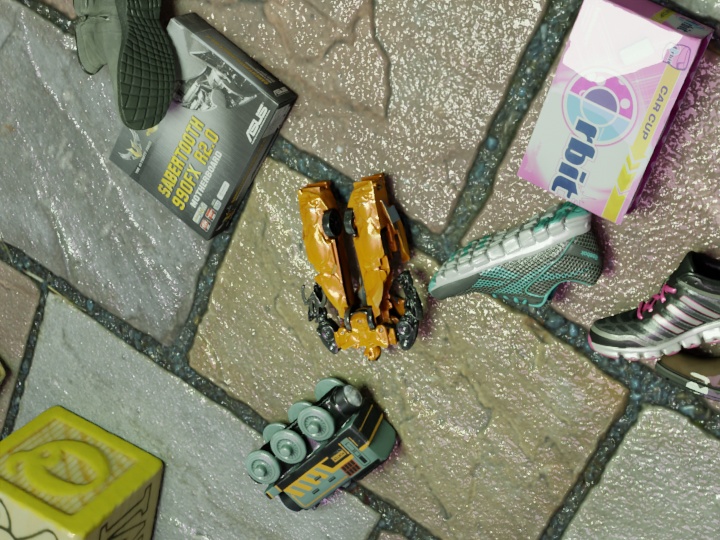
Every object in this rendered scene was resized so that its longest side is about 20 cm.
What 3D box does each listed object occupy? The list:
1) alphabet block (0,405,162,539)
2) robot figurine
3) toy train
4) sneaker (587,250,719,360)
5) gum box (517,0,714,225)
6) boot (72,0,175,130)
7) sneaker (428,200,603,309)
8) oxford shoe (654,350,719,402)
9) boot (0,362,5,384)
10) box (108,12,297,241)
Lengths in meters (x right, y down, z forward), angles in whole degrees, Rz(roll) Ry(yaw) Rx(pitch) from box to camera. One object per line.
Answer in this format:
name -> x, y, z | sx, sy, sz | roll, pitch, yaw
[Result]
alphabet block -> -0.395, 0.334, 1.564 | 0.193, 0.196, 0.203 | 23, 118, 15
robot figurine -> 0.000, 0.000, 1.314 | 0.143, 0.058, 0.204 | -4, 107, 28
toy train -> -0.050, 0.213, 1.412 | 0.114, 0.085, 0.200 | 44, 123, -7
sneaker -> 0.311, 0.027, 1.159 | 0.197, 0.074, 0.089 | -15, 103, 25
gum box -> 0.235, -0.151, 1.128 | 0.112, 0.066, 0.203 | 28, 120, 17
boot -> -0.267, -0.238, 1.319 | 0.130, 0.067, 0.204 | -16, 75, 49
sneaker -> 0.160, 0.005, 1.227 | 0.198, 0.078, 0.092 | -22, 103, 33
oxford shoe -> 0.385, 0.090, 1.156 | 0.197, 0.072, 0.086 | 6, 96, 23
boot -> -0.587, 0.137, 1.653 | 0.199, 0.073, 0.156 | 36, 125, 5
box -> -0.181, -0.160, 1.348 | 0.158, 0.048, 0.201 | 39, 121, 8
